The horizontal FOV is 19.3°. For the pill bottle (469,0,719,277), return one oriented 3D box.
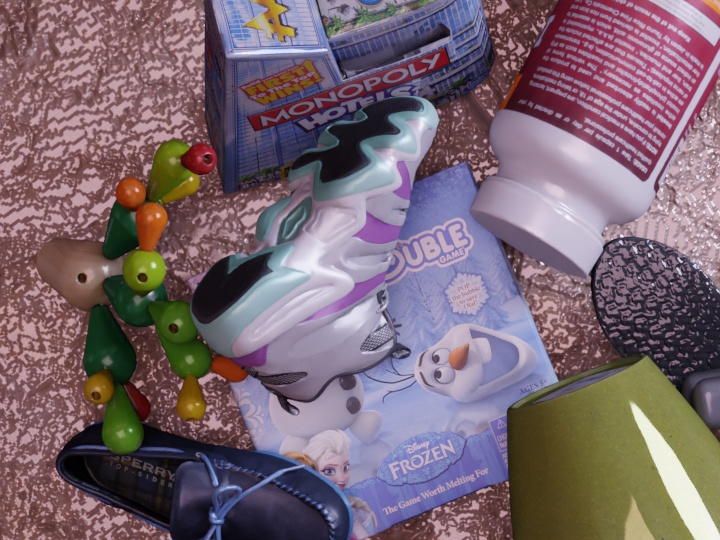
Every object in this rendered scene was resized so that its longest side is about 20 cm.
[{"bbox_3d":[0.151,-0.104,1.318,0.112,0.113,0.201,29,84,4],"label":"pill bottle"}]

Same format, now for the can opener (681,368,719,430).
[{"bbox_3d":[0.303,0.085,1.321,0.198,0.053,0.067,-9,96,-5],"label":"can opener"}]

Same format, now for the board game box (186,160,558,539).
[{"bbox_3d":[0.016,0.059,1.372,0.199,0.043,0.200,-23,87,4],"label":"board game box"}]

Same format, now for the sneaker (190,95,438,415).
[{"bbox_3d":[0.000,0.000,1.306,0.200,0.078,0.140,-47,123,-8],"label":"sneaker"}]

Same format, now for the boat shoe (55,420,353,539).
[{"bbox_3d":[-0.104,0.151,1.344,0.199,0.069,0.085,8,103,24],"label":"boat shoe"}]

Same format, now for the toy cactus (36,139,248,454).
[{"bbox_3d":[-0.144,0.008,1.344,0.102,0.165,0.202,-8,108,-39],"label":"toy cactus"}]

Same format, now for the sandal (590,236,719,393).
[{"bbox_3d":[0.225,0.052,1.359,0.200,0.048,0.076,37,91,-9],"label":"sandal"}]

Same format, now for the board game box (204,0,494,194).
[{"bbox_3d":[-0.019,-0.133,1.295,0.199,0.200,0.062,-18,72,5],"label":"board game box"}]

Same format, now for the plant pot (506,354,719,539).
[{"bbox_3d":[0.166,0.161,1.282,0.186,0.187,0.201,-21,90,4],"label":"plant pot"}]
